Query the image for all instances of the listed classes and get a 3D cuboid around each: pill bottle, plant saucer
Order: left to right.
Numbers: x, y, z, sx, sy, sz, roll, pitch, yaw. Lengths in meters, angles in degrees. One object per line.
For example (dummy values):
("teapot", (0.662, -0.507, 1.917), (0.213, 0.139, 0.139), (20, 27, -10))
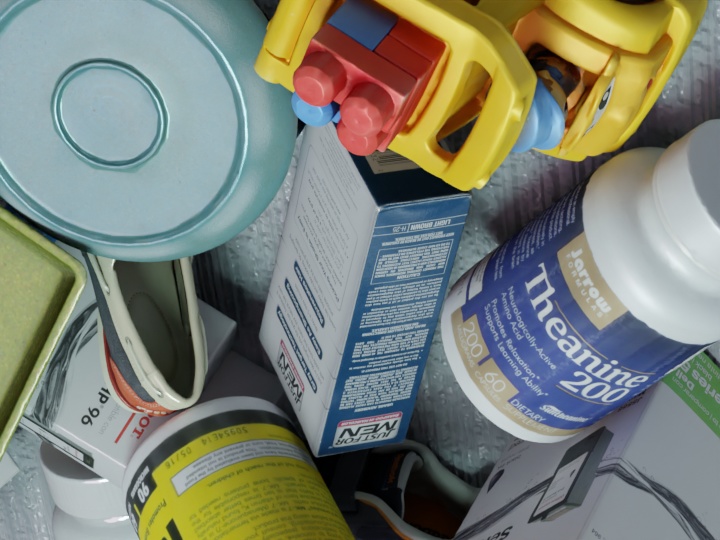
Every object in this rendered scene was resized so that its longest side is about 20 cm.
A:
("plant saucer", (-0.261, 0.025, 1.536), (0.200, 0.048, 0.200), (34, 112, 16))
("plant saucer", (-0.133, -0.088, 1.435), (0.199, 0.027, 0.201), (6, 120, 11))
("pill bottle", (-0.137, 0.185, 1.717), (0.109, 0.110, 0.201), (4, 127, 27))
("pill bottle", (-0.052, 0.179, 1.507), (0.115, 0.114, 0.200), (101, 149, -43))
("pill bottle", (0.141, 0.004, 1.408), (0.111, 0.111, 0.200), (43, 135, -8))

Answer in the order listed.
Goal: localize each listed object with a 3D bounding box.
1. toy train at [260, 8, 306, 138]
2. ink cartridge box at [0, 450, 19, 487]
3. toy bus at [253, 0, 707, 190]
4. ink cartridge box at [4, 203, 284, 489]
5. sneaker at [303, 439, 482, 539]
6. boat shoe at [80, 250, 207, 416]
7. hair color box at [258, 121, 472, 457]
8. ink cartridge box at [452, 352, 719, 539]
("toy train", (-0.116, -0.130, 1.470), (0.114, 0.087, 0.200), (-24, 109, 31))
("ink cartridge box", (-0.306, 0.105, 1.758), (0.115, 0.068, 0.200), (3, 129, 52))
("toy bus", (0.048, -0.110, 1.314), (0.200, 0.192, 0.136), (30, 133, 3))
("ink cartridge box", (-0.154, 0.055, 1.606), (0.200, 0.116, 0.068), (31, 163, 4))
("sneaker", (-0.008, 0.137, 1.628), (0.199, 0.079, 0.080), (14, 136, 6))
("boat shoe", (-0.131, -0.014, 1.534), (0.063, 0.071, 0.201), (-11, 90, 64))
("hair color box", (0.000, 0.000, 1.490), (0.200, 0.060, 0.100), (105, 149, -43))
("ink cartridge box", (0.126, 0.148, 1.471), (0.084, 0.200, 0.145), (47, 134, -12))
